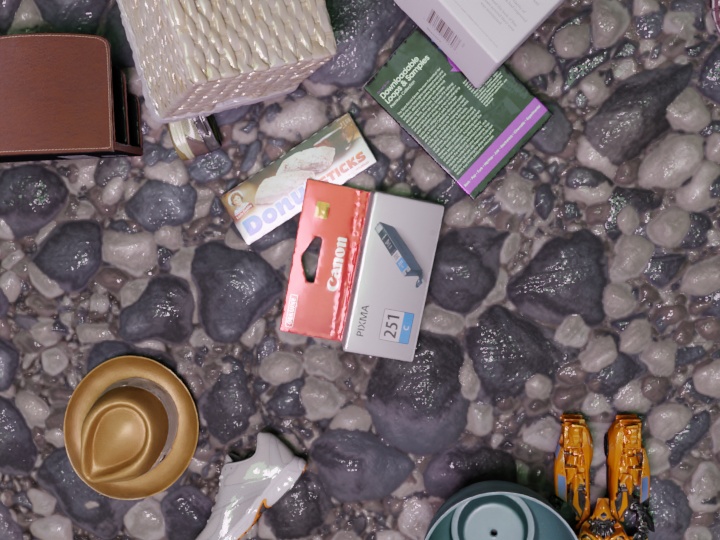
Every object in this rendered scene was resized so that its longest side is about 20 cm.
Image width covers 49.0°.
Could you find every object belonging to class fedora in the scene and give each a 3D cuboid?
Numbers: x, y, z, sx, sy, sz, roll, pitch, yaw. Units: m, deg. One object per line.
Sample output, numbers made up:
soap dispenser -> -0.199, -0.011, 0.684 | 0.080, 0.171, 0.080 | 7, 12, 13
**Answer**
fedora -> -0.311, 0.216, 1.036 | 0.196, 0.082, 0.205 | 1, 96, 5

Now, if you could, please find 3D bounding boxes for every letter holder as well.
letter holder -> -0.387, -0.213, 0.987 | 0.196, 0.101, 0.145 | -2, 94, 5

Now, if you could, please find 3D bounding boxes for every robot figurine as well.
robot figurine -> 0.304, 0.286, 1.009 | 0.142, 0.058, 0.204 | -1, 96, 7

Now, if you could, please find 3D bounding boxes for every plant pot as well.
plant pot -> 0.170, 0.350, 0.989 | 0.196, 0.134, 0.205 | 1, 96, 5

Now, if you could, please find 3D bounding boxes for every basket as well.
basket -> -0.156, -0.294, 0.894 | 0.195, 0.160, 0.204 | -19, 98, -26

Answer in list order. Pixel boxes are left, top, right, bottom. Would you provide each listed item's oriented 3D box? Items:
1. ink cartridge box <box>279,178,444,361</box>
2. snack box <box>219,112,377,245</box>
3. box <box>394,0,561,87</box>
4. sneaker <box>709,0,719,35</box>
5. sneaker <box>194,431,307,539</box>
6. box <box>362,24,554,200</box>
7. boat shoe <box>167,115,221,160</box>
ink cartridge box -> 0.000, 0.000, 0.993 | 0.173, 0.045, 0.204 | 10, 97, -9
snack box -> -0.079, -0.116, 1.010 | 0.198, 0.024, 0.073 | -32, 95, 7
box -> 0.161, -0.344, 0.906 | 0.200, 0.106, 0.152 | -44, 91, -5
sneaker -> 0.447, -0.349, 0.898 | 0.074, 0.116, 0.204 | -14, 95, 6
sneaker -> -0.165, 0.296, 1.047 | 0.200, 0.076, 0.092 | -44, 84, 0
box -> 0.119, -0.209, 0.980 | 0.200, 0.036, 0.143 | 45, 97, -3
boat shoe -> -0.217, -0.244, 0.988 | 0.065, 0.072, 0.205 | -10, 101, 0
